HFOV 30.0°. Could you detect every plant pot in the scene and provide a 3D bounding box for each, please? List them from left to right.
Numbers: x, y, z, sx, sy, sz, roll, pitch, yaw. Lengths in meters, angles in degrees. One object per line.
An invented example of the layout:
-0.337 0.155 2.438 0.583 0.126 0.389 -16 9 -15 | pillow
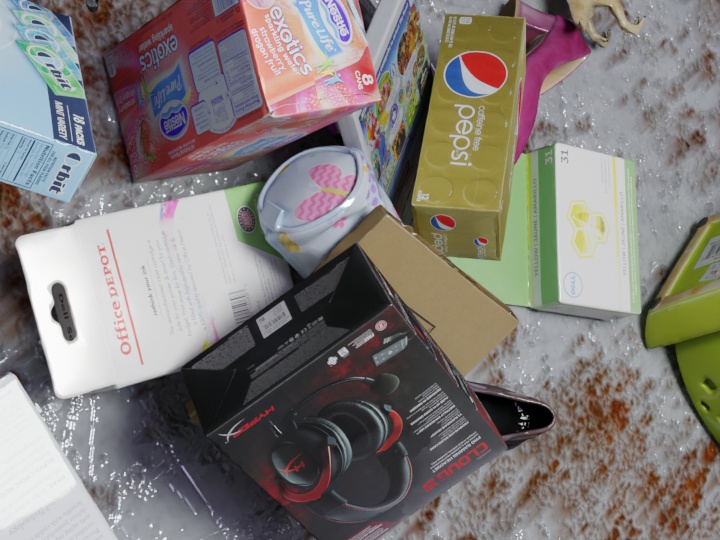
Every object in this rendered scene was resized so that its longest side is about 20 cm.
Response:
0.395 0.037 1.245 0.181 0.200 0.199 45 59 -11 | plant pot

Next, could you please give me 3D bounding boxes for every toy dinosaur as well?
0.209 -0.250 1.244 0.101 0.058 0.200 35 40 -25 | toy dinosaur

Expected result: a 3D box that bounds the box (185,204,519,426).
-0.002 0.066 0.965 0.200 0.021 0.163 -46 129 10 | box

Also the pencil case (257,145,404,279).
0.000 0.000 0.989 0.091 0.083 0.200 -31 132 -1 | pencil case

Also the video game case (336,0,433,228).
0.028 -0.106 1.034 0.200 0.018 0.144 72 32 -52 | video game case

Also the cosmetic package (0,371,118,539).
-0.209 0.169 0.845 0.074 0.102 0.200 -38 104 -33 | cosmetic package

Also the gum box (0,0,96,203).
-0.272 -0.136 0.837 0.199 0.045 0.170 19 31 -31 | gum box

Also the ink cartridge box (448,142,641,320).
0.159 -0.039 1.180 0.199 0.048 0.146 9 76 -36 | ink cartridge box

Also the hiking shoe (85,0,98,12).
-0.253 -0.242 0.883 0.199 0.076 0.101 18 69 -6 | hiking shoe

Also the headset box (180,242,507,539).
-0.003 0.101 0.924 0.148 0.075 0.200 -35 131 4 | headset box

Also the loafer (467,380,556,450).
0.068 0.112 1.074 0.199 0.063 0.072 6 77 -33 | loafer

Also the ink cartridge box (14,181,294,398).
-0.148 0.015 0.938 0.199 0.067 0.118 -14 90 -37 | ink cartridge box

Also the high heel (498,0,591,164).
0.158 -0.149 1.176 0.096 0.067 0.201 26 46 -19 | high heel

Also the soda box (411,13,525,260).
0.087 -0.106 1.046 0.067 0.064 0.201 5 56 10 | soda box

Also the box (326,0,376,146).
-0.043 -0.209 1.043 0.200 0.036 0.143 55 30 -15 | box

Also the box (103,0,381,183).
-0.086 -0.133 0.928 0.094 0.200 0.103 -12 87 -36 | box
